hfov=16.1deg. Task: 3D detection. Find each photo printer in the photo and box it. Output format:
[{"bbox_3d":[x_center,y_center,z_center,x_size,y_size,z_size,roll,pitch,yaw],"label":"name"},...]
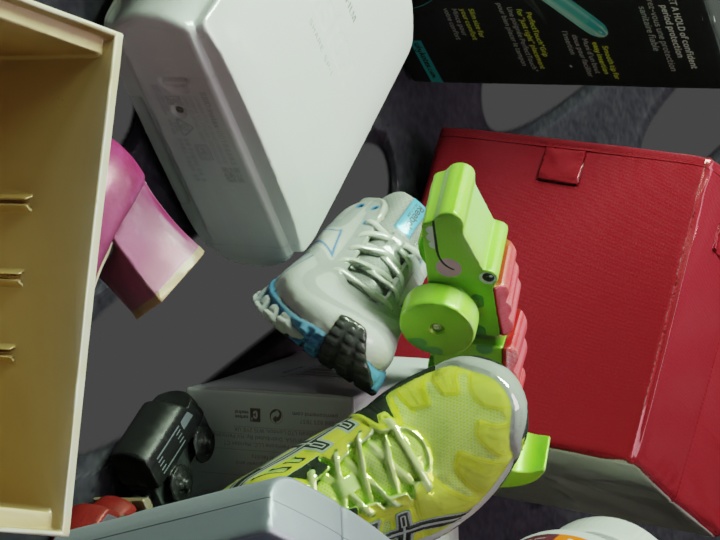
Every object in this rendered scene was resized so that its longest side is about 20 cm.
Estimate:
[{"bbox_3d":[-0.040,-0.129,1.266,0.200,0.069,0.167,-63,145,-38],"label":"photo printer"}]

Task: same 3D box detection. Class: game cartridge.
[{"bbox_3d":[-0.033,0.159,1.153,0.200,0.133,0.042,49,29,-45],"label":"game cartridge"}]

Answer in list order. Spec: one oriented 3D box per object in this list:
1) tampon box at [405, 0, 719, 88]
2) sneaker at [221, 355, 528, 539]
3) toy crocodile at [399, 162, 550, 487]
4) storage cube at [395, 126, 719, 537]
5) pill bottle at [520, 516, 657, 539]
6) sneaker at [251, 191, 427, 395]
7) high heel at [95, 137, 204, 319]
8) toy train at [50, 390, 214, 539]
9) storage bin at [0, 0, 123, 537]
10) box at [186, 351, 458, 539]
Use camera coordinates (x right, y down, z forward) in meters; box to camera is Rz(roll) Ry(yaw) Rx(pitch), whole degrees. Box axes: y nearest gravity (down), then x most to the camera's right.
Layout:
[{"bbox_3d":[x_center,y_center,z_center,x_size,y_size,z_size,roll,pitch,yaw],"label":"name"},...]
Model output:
[{"bbox_3d":[0.114,-0.197,1.420,0.150,0.199,0.127,63,40,-45],"label":"tampon box"},{"bbox_3d":[-0.007,0.110,1.191,0.076,0.200,0.076,57,15,5],"label":"sneaker"},{"bbox_3d":[0.057,0.033,1.247,0.068,0.061,0.201,-73,162,-47],"label":"toy crocodile"},{"bbox_3d":[0.131,0.037,1.486,0.171,0.199,0.181,40,64,-58],"label":"storage cube"},{"bbox_3d":[0.094,0.197,1.305,0.200,0.109,0.110,-25,115,-61],"label":"pill bottle"},{"bbox_3d":[0.000,0.000,1.268,0.087,0.075,0.200,-50,-172,7],"label":"sneaker"},{"bbox_3d":[-0.155,0.017,1.092,0.096,0.067,0.200,46,60,-7],"label":"high heel"},{"bbox_3d":[-0.121,0.129,1.172,0.200,0.034,0.046,-61,141,-41],"label":"toy train"},{"bbox_3d":[-0.192,-0.011,0.943,0.198,0.093,0.201,15,79,-59],"label":"storage bin"},{"bbox_3d":[-0.016,0.151,1.310,0.124,0.097,0.201,-13,104,-62],"label":"box"}]
